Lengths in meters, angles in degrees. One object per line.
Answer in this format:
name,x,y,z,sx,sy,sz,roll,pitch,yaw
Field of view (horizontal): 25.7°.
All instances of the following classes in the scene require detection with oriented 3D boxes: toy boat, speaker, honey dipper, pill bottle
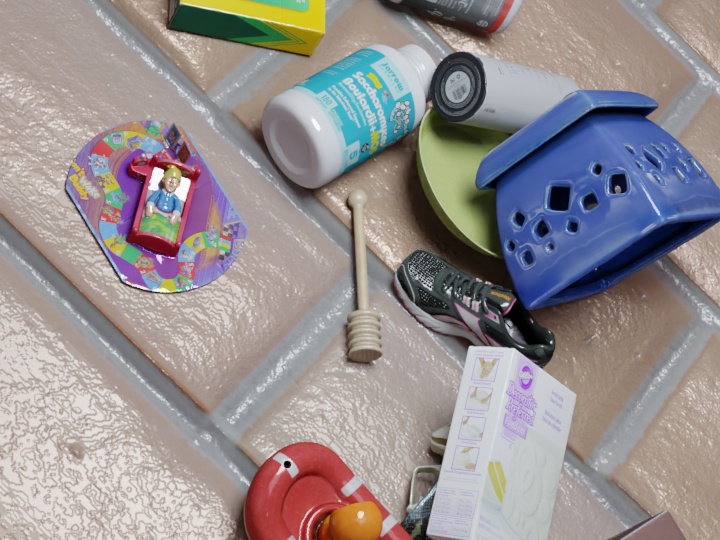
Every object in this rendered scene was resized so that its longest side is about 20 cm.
toy boat,-0.019,0.253,1.531,0.200,0.131,0.130,47,58,4
speaker,0.171,-0.198,1.805,0.199,0.081,0.082,3,62,-50
honey dipper,0.000,0.000,1.714,0.038,0.038,0.201,6,63,-20
pill bottle,-0.004,-0.180,1.751,0.200,0.111,0.111,-33,82,-31
pill bottle,0.092,-0.362,1.873,0.199,0.116,0.117,15,62,-15

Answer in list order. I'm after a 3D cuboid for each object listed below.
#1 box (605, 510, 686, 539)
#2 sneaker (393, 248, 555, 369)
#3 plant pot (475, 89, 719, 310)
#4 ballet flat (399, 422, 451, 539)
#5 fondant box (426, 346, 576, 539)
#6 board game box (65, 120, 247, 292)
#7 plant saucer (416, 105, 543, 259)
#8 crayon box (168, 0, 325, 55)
box,0.239,0.364,1.546,0.164,0.200,0.167,-25,78,-29
sneaker,0.134,0.037,1.721,0.199,0.086,0.081,34,57,-4
plant pot,0.255,-0.087,1.727,0.199,0.200,0.181,-7,67,-54
ballet flat,0.094,0.203,1.644,0.074,0.074,0.201,32,55,-6
fondant box,0.146,0.195,1.608,0.144,0.058,0.201,35,62,-48
board game box,-0.210,-0.076,1.659,0.157,0.039,0.201,-27,78,-30
plant saucer,0.130,-0.097,1.783,0.199,0.031,0.201,26,48,-32
crayon box,-0.128,-0.359,1.815,0.171,0.058,0.201,9,64,-19
